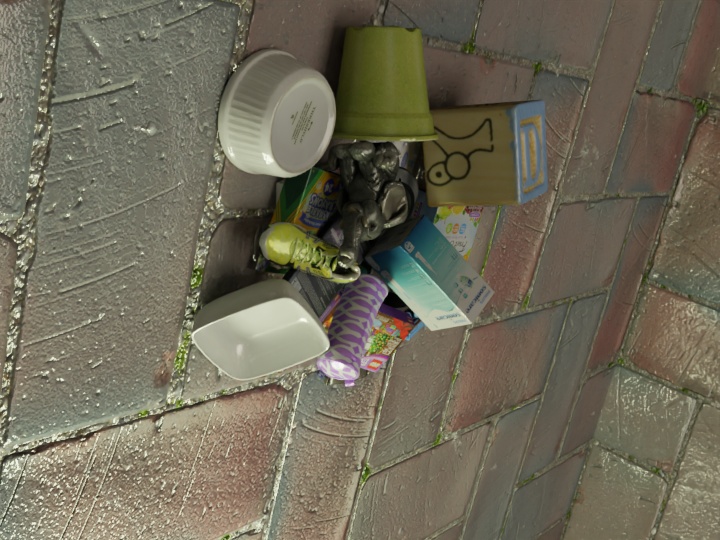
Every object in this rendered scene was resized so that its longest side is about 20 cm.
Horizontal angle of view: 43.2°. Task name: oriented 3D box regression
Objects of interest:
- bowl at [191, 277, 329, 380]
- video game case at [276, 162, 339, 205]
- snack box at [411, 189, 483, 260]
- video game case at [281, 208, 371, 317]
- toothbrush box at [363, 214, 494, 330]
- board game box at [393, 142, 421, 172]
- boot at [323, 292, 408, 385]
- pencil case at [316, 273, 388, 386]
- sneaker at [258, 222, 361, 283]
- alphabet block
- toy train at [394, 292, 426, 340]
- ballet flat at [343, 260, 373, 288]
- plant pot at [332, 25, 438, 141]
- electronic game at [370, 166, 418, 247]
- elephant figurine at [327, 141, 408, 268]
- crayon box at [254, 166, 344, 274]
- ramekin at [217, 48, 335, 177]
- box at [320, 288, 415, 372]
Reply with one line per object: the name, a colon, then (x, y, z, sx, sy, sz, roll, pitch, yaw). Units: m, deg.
bowl: (-0.169, 0.093, 1.535, 0.198, 0.075, 0.200, -21, 142, 10)
video game case: (-0.079, -0.118, 1.650, 0.199, 0.018, 0.145, -28, 131, -45)
snack box: (0.181, -0.085, 1.999, 0.199, 0.067, 0.170, -1, 110, -53)
video game case: (-0.057, -0.012, 1.621, 0.201, 0.019, 0.143, -54, 147, -23)
toothbrush box: (0.124, 0.009, 1.669, 0.200, 0.146, 0.085, 47, 65, -12)
board game box: (0.067, -0.218, 1.776, 0.199, 0.026, 0.202, 5, 104, -60)
boot: (0.009, 0.144, 1.882, 0.198, 0.069, 0.176, -16, 127, -22)
pencil case: (-0.010, 0.103, 1.627, 0.085, 0.083, 0.201, 40, 57, -32)
sneaker: (-0.079, -0.030, 1.505, 0.199, 0.076, 0.076, 17, 87, -40)
alphabet block: (0.252, -0.236, 1.825, 0.196, 0.198, 0.198, -21, 110, -60)
toy train: (0.108, 0.089, 1.988, 0.200, 0.086, 0.115, -43, 148, -29)
ballet flat: (0.000, 0.000, 1.789, 0.200, 0.075, 0.064, -47, 150, -24)
plant pot: (0.038, -0.322, 1.560, 0.200, 0.199, 0.186, -14, 109, -51)
electronic game: (0.023, -0.111, 1.703, 0.199, 0.042, 0.201, -24, 142, -21)
elephant figurine: (0.009, -0.114, 1.540, 0.154, 0.141, 0.202, -6, 96, -20)
crayon box: (-0.097, -0.081, 1.583, 0.125, 0.051, 0.202, 10, 102, -57)
ramekin: (-0.123, -0.241, 1.440, 0.202, 0.094, 0.204, -32, 133, -41)
box: (-0.007, 0.117, 1.770, 0.199, 0.039, 0.137, 22, 118, -36)
